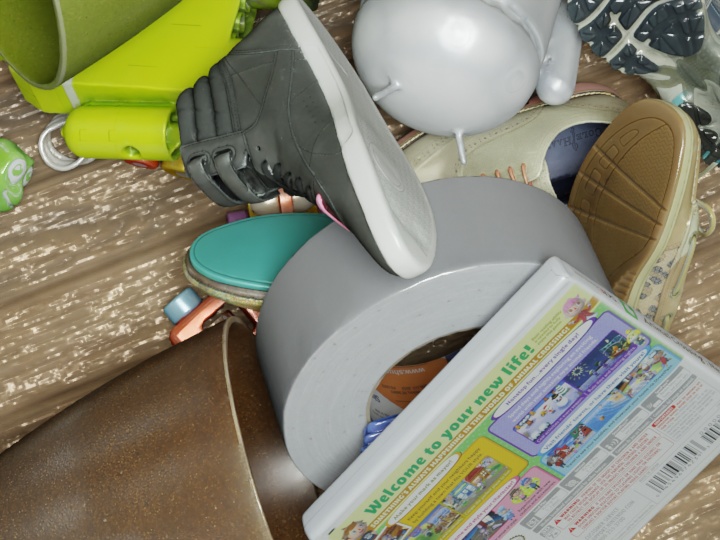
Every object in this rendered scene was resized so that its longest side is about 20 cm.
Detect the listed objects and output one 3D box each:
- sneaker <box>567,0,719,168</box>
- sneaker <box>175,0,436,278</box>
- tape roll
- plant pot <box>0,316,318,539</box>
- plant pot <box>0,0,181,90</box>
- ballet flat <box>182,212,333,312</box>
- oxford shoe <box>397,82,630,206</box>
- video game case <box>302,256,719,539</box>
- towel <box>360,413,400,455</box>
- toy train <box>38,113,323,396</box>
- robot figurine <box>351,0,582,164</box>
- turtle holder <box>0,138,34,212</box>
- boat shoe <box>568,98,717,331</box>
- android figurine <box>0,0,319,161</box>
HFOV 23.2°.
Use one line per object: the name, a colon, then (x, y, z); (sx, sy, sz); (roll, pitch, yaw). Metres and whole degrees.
sneaker: (0.184, -0.152, 1.052); (0.077, 0.087, 0.200); (-25, 122, 26)
sneaker: (-0.032, -0.048, 0.898); (0.099, 0.071, 0.201); (-36, 49, 11)
tape roll: (0.045, 0.043, 0.966); (0.198, 0.201, 0.067); (-12, 49, -8)
plant pot: (-0.133, 0.145, 0.966); (0.198, 0.187, 0.189); (-18, 87, 5)
plant pot: (-0.121, -0.225, 0.953); (0.199, 0.187, 0.188); (-28, 88, -22)
ballet flat: (0.000, 0.000, 1.000); (0.198, 0.071, 0.072); (-10, 86, -3)
oxford shoe: (0.081, -0.058, 1.046); (0.198, 0.074, 0.071); (-25, 111, -8)
video game case: (0.095, 0.103, 0.948); (0.181, 0.022, 0.200); (31, 110, -36)
towel: (0.076, 0.145, 1.001); (0.143, 0.024, 0.202); (-16, 129, -9)
toy train: (-0.096, -0.034, 1.038); (0.150, 0.056, 0.201); (-36, 90, -9)
robot figurine: (0.061, -0.162, 1.026); (0.168, 0.113, 0.202); (27, 62, -15)
turtle holder: (-0.270, -0.101, 0.979); (0.185, 0.141, 0.132); (44, 80, 0)
boat shoe: (0.160, -0.010, 1.027); (0.062, 0.073, 0.202); (-10, 129, -35)
android figurine: (-0.125, -0.145, 1.019); (0.198, 0.041, 0.184); (2, 60, 14)
